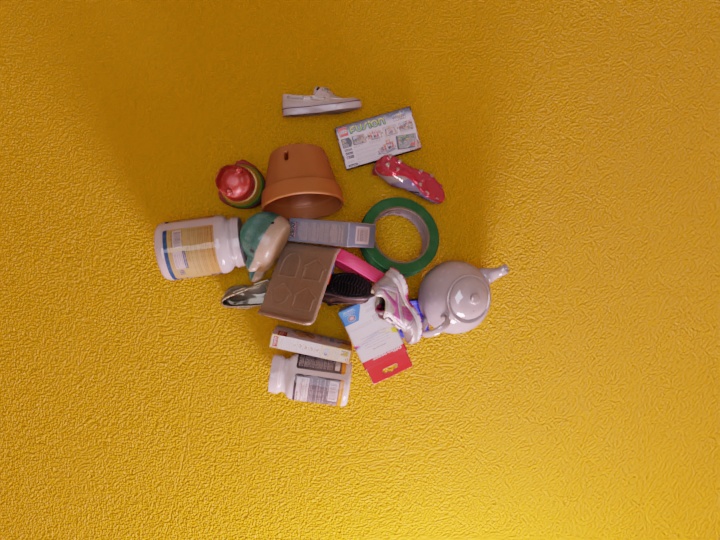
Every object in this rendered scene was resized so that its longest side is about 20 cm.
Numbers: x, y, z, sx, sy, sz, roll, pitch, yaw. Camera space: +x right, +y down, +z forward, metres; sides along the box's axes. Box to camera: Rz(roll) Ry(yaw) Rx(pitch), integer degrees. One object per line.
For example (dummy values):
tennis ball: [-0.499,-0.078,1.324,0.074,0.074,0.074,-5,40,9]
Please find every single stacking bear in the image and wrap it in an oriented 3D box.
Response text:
stacking bear: [-0.292,-0.207,1.569,0.114,0.200,0.122,30,92,0]

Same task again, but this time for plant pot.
plant pot: [-0.146,-0.217,1.593,0.200,0.200,0.140,-6,76,-2]

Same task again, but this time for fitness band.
fitness band: [0.000,0.000,1.617,0.200,0.144,0.037,31,85,-14]

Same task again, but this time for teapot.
teapot: [0.244,0.070,1.612,0.197,0.146,0.200,8,90,-20]

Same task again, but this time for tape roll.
tape roll: [0.095,-0.082,1.632,0.200,0.048,0.201,4,73,-13]

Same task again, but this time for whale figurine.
whale figurine: [-0.245,-0.060,1.590,0.104,0.200,0.159,30,50,2]

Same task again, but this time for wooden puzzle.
wooden puzzle: [-0.142,0.031,1.567,0.046,0.185,0.200,37,69,-46]

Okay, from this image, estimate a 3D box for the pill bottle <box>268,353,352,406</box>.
pill bottle: [-0.126,0.272,1.647,0.200,0.116,0.117,9,93,-2]

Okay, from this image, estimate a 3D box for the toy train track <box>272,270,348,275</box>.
toy train track: [-0.123,0.013,1.665,0.200,0.033,0.115,3,106,10]

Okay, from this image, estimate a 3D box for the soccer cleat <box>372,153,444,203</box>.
soccer cleat: [0.123,-0.226,1.661,0.200,0.076,0.067,27,62,-18]

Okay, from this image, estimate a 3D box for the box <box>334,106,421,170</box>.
box: [0.045,-0.334,1.659,0.200,0.035,0.110,-16,93,-1]

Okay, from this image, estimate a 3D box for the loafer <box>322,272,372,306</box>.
loafer: [-0.060,0.049,1.610,0.200,0.071,0.073,8,56,21]

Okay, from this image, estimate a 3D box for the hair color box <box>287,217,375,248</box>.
hair color box: [-0.071,-0.091,1.584,0.200,0.099,0.061,8,95,40]

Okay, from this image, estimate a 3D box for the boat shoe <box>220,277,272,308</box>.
boat shoe: [-0.249,0.060,1.645,0.200,0.063,0.073,-6,103,4]

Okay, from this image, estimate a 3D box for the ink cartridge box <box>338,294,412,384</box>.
ink cartridge box: [0.038,0.165,1.627,0.116,0.067,0.200,-25,94,0]

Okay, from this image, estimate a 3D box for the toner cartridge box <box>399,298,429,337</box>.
toner cartridge box: [0.073,0.126,1.681,0.200,0.043,0.095,-4,92,-2]

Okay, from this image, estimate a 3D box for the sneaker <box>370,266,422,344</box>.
sneaker: [0.080,0.095,1.556,0.088,0.081,0.200,-29,110,-14]

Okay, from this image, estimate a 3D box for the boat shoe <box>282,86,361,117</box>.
boat shoe: [-0.098,-0.426,1.636,0.200,0.071,0.070,-4,96,5]

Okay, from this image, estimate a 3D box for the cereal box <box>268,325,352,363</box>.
cereal box: [-0.121,0.182,1.628,0.200,0.144,0.040,13,93,-3]

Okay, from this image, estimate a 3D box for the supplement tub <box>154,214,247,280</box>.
supplement tub: [-0.388,-0.058,1.604,0.200,0.145,0.145,-8,93,-1]
